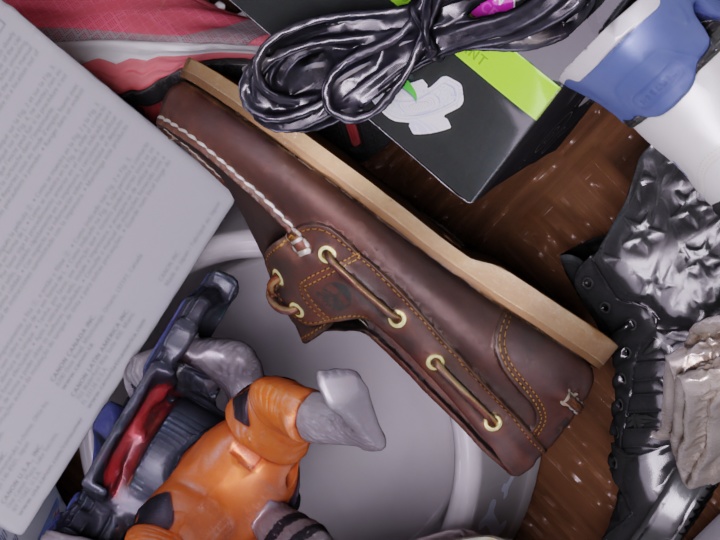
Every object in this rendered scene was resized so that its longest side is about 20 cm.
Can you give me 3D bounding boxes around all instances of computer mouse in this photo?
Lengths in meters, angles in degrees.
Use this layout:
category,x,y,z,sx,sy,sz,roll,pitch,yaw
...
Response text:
category,x,y,z,sx,sy,sz,roll,pitch,yaw
computer mouse,-0.011,-0.158,0.948,0.138,0.053,0.201,-20,106,19

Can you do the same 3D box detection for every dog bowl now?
category,x,y,z,sx,sy,sz,roll,pitch,yaw
dog bowl,-0.027,0.065,1.126,0.199,0.059,0.202,4,104,17

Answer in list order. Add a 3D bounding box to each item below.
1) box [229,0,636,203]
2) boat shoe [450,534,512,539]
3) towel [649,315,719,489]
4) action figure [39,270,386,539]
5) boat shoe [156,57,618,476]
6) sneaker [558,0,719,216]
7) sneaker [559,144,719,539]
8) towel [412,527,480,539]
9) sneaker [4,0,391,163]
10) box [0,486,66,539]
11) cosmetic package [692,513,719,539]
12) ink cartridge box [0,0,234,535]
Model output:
category,x,y,z,sx,sy,sz,roll,pitch,yaw
box,0.026,-0.151,1.026,0.200,0.124,0.149,40,112,8
boat shoe,-0.021,0.153,1.022,0.199,0.062,0.075,-22,96,25
towel,0.202,0.023,0.975,0.199,0.133,0.035,-17,70,-2
action figure,-0.065,0.107,1.008,0.104,0.193,0.201,32,86,-9
boat shoe,0.000,0.000,1.024,0.199,0.070,0.071,36,92,0
sneaker,0.153,-0.060,0.964,0.080,0.199,0.115,-40,86,35
sneaker,0.119,0.023,1.071,0.104,0.060,0.201,33,106,10
towel,0.011,0.202,1.118,0.190,0.032,0.200,-20,124,22
sneaker,-0.076,-0.091,1.099,0.199,0.087,0.074,3,143,9
box,-0.195,0.191,1.156,0.183,0.105,0.201,-9,122,21
cosmetic package,0.208,0.174,1.065,0.200,0.051,0.083,41,110,-1
ink cartridge box,-0.162,-0.019,1.012,0.200,0.047,0.161,40,77,-32
